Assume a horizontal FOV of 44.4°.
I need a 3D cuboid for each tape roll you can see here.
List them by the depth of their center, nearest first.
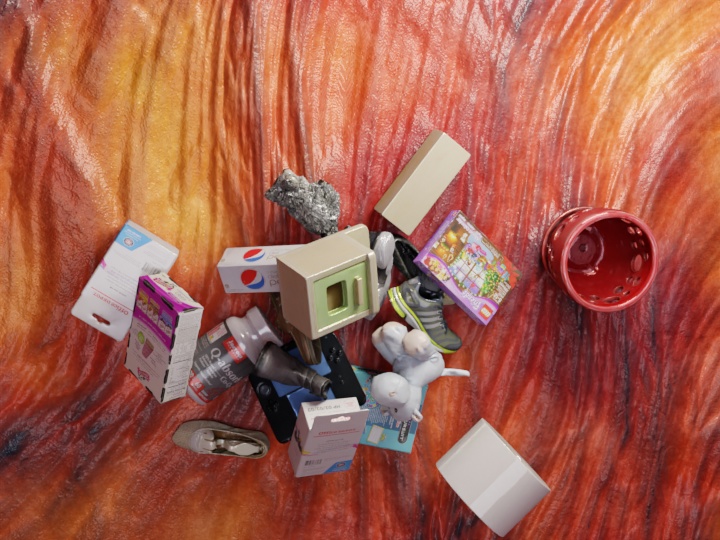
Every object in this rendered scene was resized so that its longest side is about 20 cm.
[{"bbox_3d":[0.271,0.425,1.813,0.139,0.203,0.203,-45,104,1],"label":"tape roll"}]

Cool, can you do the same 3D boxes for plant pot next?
[{"bbox_3d":[0.465,-0.031,1.765,0.200,0.183,0.201,-2,101,-9],"label":"plant pot"}]

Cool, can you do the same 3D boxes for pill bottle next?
[{"bbox_3d":[-0.259,0.163,1.725,0.200,0.116,0.116,-35,104,-1],"label":"pill bottle"}]

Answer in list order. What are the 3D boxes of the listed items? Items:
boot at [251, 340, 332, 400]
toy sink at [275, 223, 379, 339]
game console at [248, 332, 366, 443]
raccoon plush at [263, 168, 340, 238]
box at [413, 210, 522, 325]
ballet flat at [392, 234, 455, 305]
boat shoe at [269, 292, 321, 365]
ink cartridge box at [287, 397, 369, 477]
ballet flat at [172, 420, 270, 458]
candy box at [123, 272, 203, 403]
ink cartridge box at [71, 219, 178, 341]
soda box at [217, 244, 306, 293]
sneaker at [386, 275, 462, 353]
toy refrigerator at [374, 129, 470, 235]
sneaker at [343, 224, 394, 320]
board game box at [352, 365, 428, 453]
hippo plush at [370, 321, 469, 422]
[{"bbox_3d":[-0.119,0.193,1.658,0.131,0.200,0.070,26,89,13],"label":"boot"},{"bbox_3d":[-0.036,0.018,1.599,0.200,0.112,0.131,-22,124,-30],"label":"toy sink"},{"bbox_3d":[-0.110,0.227,1.764,0.200,0.031,0.177,-27,78,4],"label":"game console"},{"bbox_3d":[-0.089,-0.107,1.662,0.097,0.134,0.200,-47,70,19],"label":"raccoon plush"},{"bbox_3d":[0.219,-0.005,1.781,0.200,0.039,0.137,43,76,-18],"label":"box"},{"bbox_3d":[0.121,0.004,1.783,0.200,0.057,0.067,41,90,-14],"label":"ballet flat"},{"bbox_3d":[-0.132,0.098,1.739,0.068,0.072,0.201,-20,74,8],"label":"boat shoe"},{"bbox_3d":[-0.063,0.311,1.706,0.115,0.068,0.200,-3,136,-22],"label":"ink cartridge box"},{"bbox_3d":[-0.281,0.344,1.783,0.199,0.062,0.068,6,99,-10],"label":"ballet flat"},{"bbox_3d":[-0.366,0.124,1.633,0.061,0.136,0.201,-10,127,-45],"label":"candy box"},{"bbox_3d":[-0.450,0.019,1.685,0.115,0.068,0.200,33,94,-14],"label":"ink cartridge box"},{"bbox_3d":[-0.167,-0.003,1.689,0.199,0.064,0.068,-2,126,15],"label":"soda box"},{"bbox_3d":[0.144,0.092,1.779,0.081,0.074,0.200,-38,116,20],"label":"sneaker"},{"bbox_3d":[0.120,-0.175,1.746,0.076,0.070,0.200,36,94,-20],"label":"toy refrigerator"},{"bbox_3d":[0.000,0.000,1.759,0.113,0.076,0.201,18,124,16],"label":"sneaker"},{"bbox_3d":[0.024,0.284,1.827,0.199,0.047,0.152,13,98,-11],"label":"board game box"},{"bbox_3d":[0.078,0.211,1.749,0.200,0.159,0.161,44,68,-41],"label":"hippo plush"}]
